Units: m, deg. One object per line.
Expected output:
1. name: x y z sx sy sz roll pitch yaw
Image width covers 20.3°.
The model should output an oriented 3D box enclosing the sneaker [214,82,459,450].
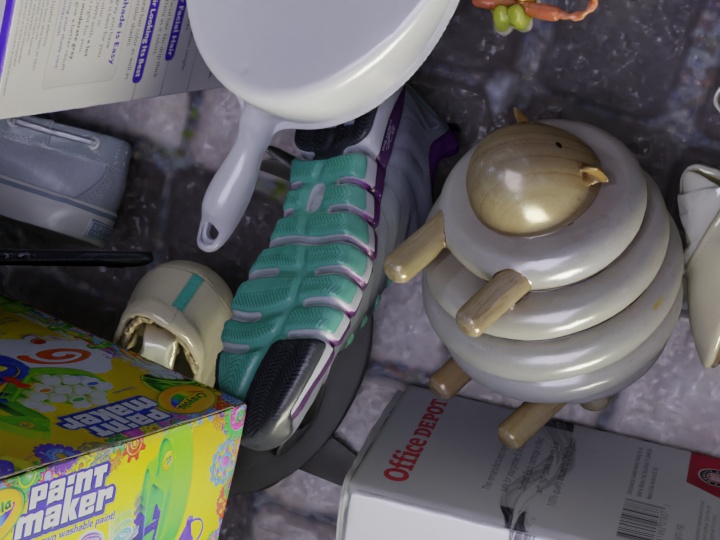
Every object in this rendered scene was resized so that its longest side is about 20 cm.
1. sneaker: 0.000 0.000 0.958 0.074 0.087 0.200 3 68 47

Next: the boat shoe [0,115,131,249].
1. boat shoe: -0.211 -0.074 1.050 0.201 0.070 0.072 21 84 12

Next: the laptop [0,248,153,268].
1. laptop: -0.230 -0.060 0.959 0.187 0.200 0.116 3 92 53

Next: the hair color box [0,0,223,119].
1. hair color box: -0.124 -0.138 0.933 0.065 0.200 0.109 22 108 24

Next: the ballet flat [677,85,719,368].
1. ballet flat: 0.190 -0.052 0.958 0.069 0.069 0.200 26 102 6

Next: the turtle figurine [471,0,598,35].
1. turtle figurine: 0.032 -0.181 0.958 0.161 0.064 0.200 -25 72 21

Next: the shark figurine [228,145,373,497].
1. shark figurine: -0.030 0.048 1.021 0.128 0.090 0.215 23 109 5

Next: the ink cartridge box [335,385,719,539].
1. ink cartridge box: 0.095 0.136 0.980 0.200 0.145 0.084 12 108 10

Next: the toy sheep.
1. toy sheep: 0.089 0.005 0.954 0.138 0.138 0.200 -2 143 14

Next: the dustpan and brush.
1. dustpan and brush: -0.040 -0.096 0.930 0.139 0.057 0.200 32 103 19

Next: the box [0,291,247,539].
1. box: -0.192 0.095 0.883 0.192 0.200 0.122 22 107 28

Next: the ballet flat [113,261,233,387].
1. ballet flat: -0.115 0.088 1.002 0.069 0.069 0.200 22 118 7
